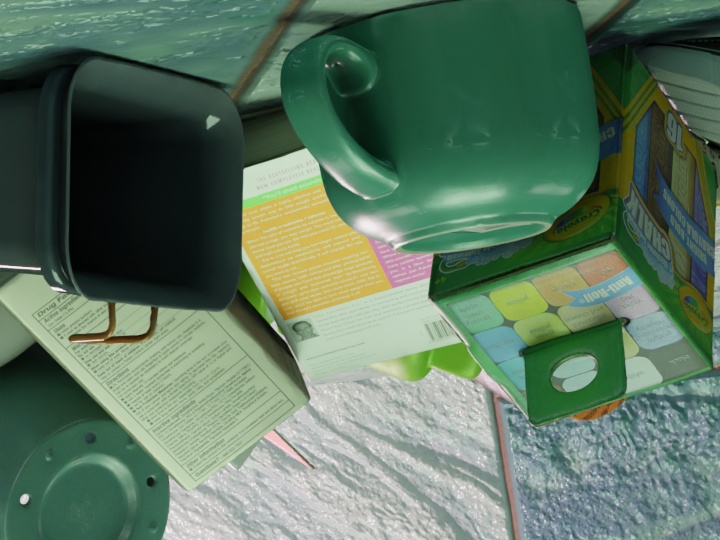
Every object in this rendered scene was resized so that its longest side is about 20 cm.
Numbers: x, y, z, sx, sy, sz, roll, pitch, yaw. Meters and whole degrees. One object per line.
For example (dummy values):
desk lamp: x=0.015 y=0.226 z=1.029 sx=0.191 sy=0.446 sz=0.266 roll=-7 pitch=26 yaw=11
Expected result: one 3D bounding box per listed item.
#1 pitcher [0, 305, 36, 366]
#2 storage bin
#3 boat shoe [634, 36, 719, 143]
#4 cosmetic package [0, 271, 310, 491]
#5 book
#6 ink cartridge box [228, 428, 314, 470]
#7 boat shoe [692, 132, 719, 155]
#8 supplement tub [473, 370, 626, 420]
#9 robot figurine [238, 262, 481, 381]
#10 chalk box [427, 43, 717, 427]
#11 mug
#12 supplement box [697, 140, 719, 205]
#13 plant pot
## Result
pitcher: x=-0.248 y=0.001 z=1.842 sx=0.200 sy=0.122 sz=0.171 roll=-18 pitch=-168 yaw=-30
storage bin: x=-0.166 y=-0.033 z=1.570 sx=0.134 sy=0.146 sz=0.200 roll=-1 pitch=177 yaw=25
boat shoe: x=0.249 y=-0.110 z=1.658 sx=0.199 sy=0.071 sz=0.072 roll=13 pitch=155 yaw=31
cosmetic package: x=-0.131 y=0.030 z=1.761 sx=0.105 sy=0.200 sz=0.071 roll=-36 pitch=-147 yaw=6
book: x=-0.002 y=-0.020 z=1.754 sx=0.133 sy=0.048 sz=0.200 roll=-14 pitch=135 yaw=11
ink cartridge box: x=-0.142 y=0.073 z=1.972 sx=0.200 sy=0.044 sz=0.174 roll=31 pitch=169 yaw=31
boat shoe: x=0.260 y=-0.094 z=1.879 sx=0.068 sy=0.057 sz=0.200 roll=-13 pitch=172 yaw=34
supplement tub: x=0.102 y=0.019 z=2.004 sx=0.122 sy=0.123 sz=0.200 roll=-2 pitch=-156 yaw=-43
robot figurine: x=0.000 y=0.000 z=1.908 sx=0.199 sy=0.116 sz=0.175 roll=21 pitch=-153 yaw=10
chalk box: x=0.122 y=-0.004 z=1.647 sx=0.124 sy=0.200 sz=0.124 roll=-19 pitch=131 yaw=26
mug: x=0.037 y=-0.071 z=1.546 sx=0.184 sy=0.115 sz=0.152 roll=-7 pitch=173 yaw=-16
supplement box: x=0.135 y=-0.068 z=1.867 sx=0.126 sy=0.074 sz=0.200 roll=-13 pitch=172 yaw=37
plant pot: x=-0.217 y=0.140 z=1.878 sx=0.200 sy=0.201 sz=0.161 roll=-3 pitch=-169 yaw=-39
